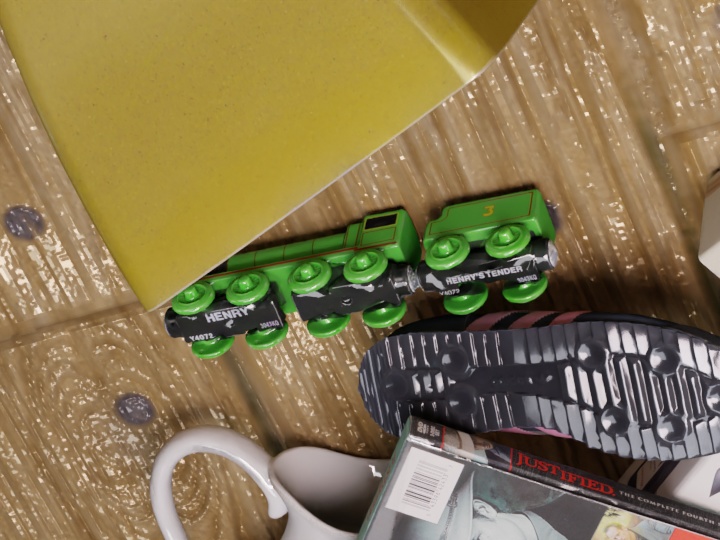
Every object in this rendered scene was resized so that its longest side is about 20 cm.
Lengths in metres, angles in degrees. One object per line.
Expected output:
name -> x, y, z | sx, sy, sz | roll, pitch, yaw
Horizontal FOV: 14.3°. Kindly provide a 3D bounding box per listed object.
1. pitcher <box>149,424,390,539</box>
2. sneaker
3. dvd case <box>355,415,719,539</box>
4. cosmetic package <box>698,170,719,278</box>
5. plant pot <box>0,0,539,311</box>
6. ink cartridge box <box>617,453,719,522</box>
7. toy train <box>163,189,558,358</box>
pitcher -> -0.037, 0.181, 1.479 | 0.171, 0.121, 0.201 | 17, 116, 9
sneaker -> 0.103, 0.045, 1.355 | 0.199, 0.082, 0.070 | 5, 105, 26
dvd case -> 0.094, 0.156, 1.372 | 0.199, 0.022, 0.146 | 17, 125, -6
cosmetic package -> 0.257, -0.047, 1.278 | 0.105, 0.071, 0.200 | 41, 122, -17
plant pot -> -0.046, -0.136, 1.219 | 0.200, 0.200, 0.177 | -35, 100, 30
ink cartridge box -> 0.210, 0.126, 1.400 | 0.144, 0.084, 0.200 | 29, 125, -8
toy train -> 0.000, 0.000, 1.376 | 0.199, 0.056, 0.042 | -10, 127, 18
